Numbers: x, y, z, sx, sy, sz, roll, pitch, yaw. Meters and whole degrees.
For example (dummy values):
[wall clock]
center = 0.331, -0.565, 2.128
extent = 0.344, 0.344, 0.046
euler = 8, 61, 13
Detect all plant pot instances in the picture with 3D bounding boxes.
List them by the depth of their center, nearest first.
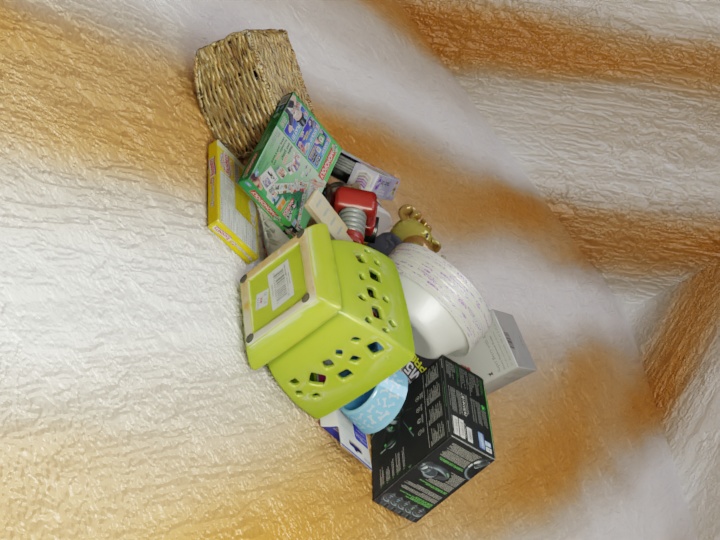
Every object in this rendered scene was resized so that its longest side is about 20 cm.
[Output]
[plant pot]
center = -0.061, 0.063, 1.540
extent = 0.181, 0.199, 0.201
euler = 36, 30, -37

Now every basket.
[basket]
center = -0.182, -0.296, 1.792
extent = 0.149, 0.142, 0.201
euler = -30, 101, -65

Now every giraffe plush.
[giraffe plush]
center = 0.071, -0.024, 1.949
extent = 0.201, 0.162, 0.173
euler = 58, 4, 22

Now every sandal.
[sandal]
center = 0.000, -0.001, 1.825
extent = 0.076, 0.043, 0.200
euler = 41, 63, 4

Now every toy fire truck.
[toy fire truck]
center = -0.030, -0.071, 1.676
extent = 0.200, 0.128, 0.177
euler = 105, -6, -57

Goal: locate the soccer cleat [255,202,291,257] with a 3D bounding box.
[soccer cleat]
center = -0.138, -0.093, 1.702
extent = 0.085, 0.068, 0.201
euler = 37, 46, -58

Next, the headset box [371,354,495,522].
[headset box]
center = 0.102, 0.266, 1.643
extent = 0.092, 0.200, 0.175
euler = 31, 31, -23

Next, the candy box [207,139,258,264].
[candy box]
center = -0.202, -0.111, 1.673
extent = 0.102, 0.026, 0.201
euler = 43, 26, -37

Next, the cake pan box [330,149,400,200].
[cake pan box]
center = -0.030, -0.196, 2.002
extent = 0.183, 0.053, 0.200
euler = 27, 8, 13

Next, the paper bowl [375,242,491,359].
[paper bowl]
center = 0.101, 0.060, 1.680
extent = 0.200, 0.104, 0.201
euler = 39, -19, 16

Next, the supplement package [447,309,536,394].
[supplement package]
center = 0.207, 0.175, 1.988
extent = 0.120, 0.199, 0.122
euler = 15, 48, -62

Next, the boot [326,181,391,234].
[boot]
center = -0.020, -0.142, 2.100
extent = 0.200, 0.073, 0.091
euler = 34, 17, -52

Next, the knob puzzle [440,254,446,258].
[knob puzzle]
center = 0.118, 0.081, 1.968
extent = 0.030, 0.221, 0.220
euler = 21, 26, -1

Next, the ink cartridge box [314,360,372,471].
[ink cartridge box]
center = -0.030, 0.209, 1.623
extent = 0.095, 0.037, 0.201
euler = 47, 21, -43

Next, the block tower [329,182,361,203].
[block tower]
center = -0.024, -0.110, 1.913
extent = 0.200, 0.057, 0.054
euler = 118, -40, -81

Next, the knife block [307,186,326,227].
[knife block]
center = -0.119, -0.132, 1.842
extent = 0.176, 0.064, 0.200
euler = 62, 21, 8

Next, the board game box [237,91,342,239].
[board game box]
center = -0.109, -0.168, 1.684
extent = 0.135, 0.029, 0.201
euler = 48, 47, -31

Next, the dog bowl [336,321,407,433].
[dog bowl]
center = 0.010, 0.151, 1.600
extent = 0.049, 0.111, 0.201
euler = 34, 30, -31

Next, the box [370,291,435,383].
[box]
center = 0.039, 0.120, 1.781
extent = 0.200, 0.044, 0.160
euler = 51, 58, -22
